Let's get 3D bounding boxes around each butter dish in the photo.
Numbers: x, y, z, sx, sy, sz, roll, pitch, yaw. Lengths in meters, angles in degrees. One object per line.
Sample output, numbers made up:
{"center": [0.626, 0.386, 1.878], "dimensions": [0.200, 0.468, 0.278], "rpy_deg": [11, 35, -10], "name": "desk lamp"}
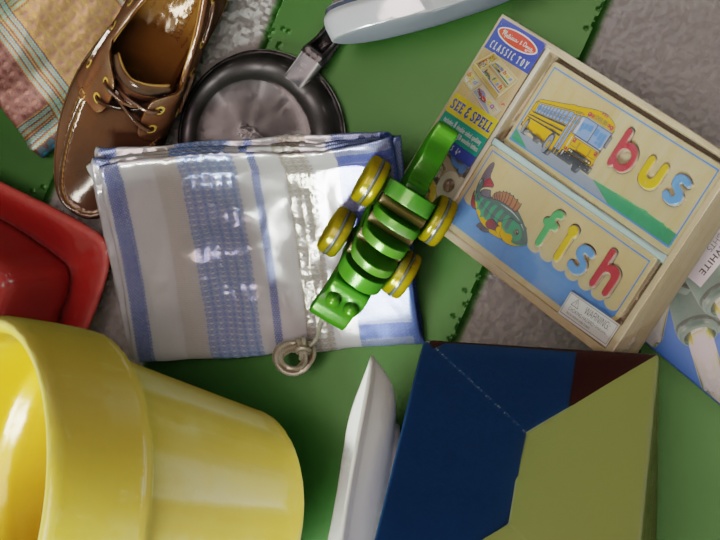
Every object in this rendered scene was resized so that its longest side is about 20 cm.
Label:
{"center": [-0.290, 0.033, 1.045], "dimensions": [0.198, 0.148, 0.201], "rpy_deg": [25, 97, 11], "name": "butter dish"}

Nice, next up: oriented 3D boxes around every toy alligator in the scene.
{"center": [0.000, 0.000, 0.985], "dimensions": [0.059, 0.054, 0.201], "rpy_deg": [31, 115, -7], "name": "toy alligator"}

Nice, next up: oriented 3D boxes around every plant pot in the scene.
{"center": [-0.145, 0.138, 0.976], "dimensions": [0.200, 0.187, 0.203], "rpy_deg": [-16, 69, 51], "name": "plant pot"}

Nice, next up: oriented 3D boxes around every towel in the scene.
{"center": [-0.064, -0.012, 1.030], "dimensions": [0.197, 0.024, 0.149], "rpy_deg": [-3, 112, 10], "name": "towel"}
{"center": [-0.182, -0.193, 1.081], "dimensions": [0.200, 0.022, 0.147], "rpy_deg": [-41, 82, 11], "name": "towel"}

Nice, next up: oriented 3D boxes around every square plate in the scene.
{"center": [-0.006, 0.174, 0.930], "dimensions": [0.028, 0.198, 0.202], "rpy_deg": [9, 67, -2], "name": "square plate"}

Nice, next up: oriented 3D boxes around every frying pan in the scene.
{"center": [-0.035, -0.103, 1.047], "dimensions": [0.189, 0.031, 0.116], "rpy_deg": [-32, 85, 14], "name": "frying pan"}

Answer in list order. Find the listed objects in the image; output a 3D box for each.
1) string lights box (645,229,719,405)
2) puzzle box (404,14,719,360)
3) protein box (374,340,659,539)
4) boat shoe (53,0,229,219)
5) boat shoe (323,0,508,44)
{"center": [0.225, 0.021, 0.971], "dimensions": [0.200, 0.059, 0.103], "rpy_deg": [40, 102, 10], "name": "string lights box"}
{"center": [0.118, -0.051, 0.965], "dimensions": [0.200, 0.025, 0.134], "rpy_deg": [39, 99, 39], "name": "puzzle box"}
{"center": [0.089, 0.181, 0.897], "dimensions": [0.133, 0.200, 0.202], "rpy_deg": [3, 131, 13], "name": "protein box"}
{"center": [-0.143, -0.120, 1.036], "dimensions": [0.071, 0.068, 0.201], "rpy_deg": [27, 106, -8], "name": "boat shoe"}
{"center": [0.065, -0.205, 0.997], "dimensions": [0.200, 0.075, 0.087], "rpy_deg": [-19, 87, 10], "name": "boat shoe"}
